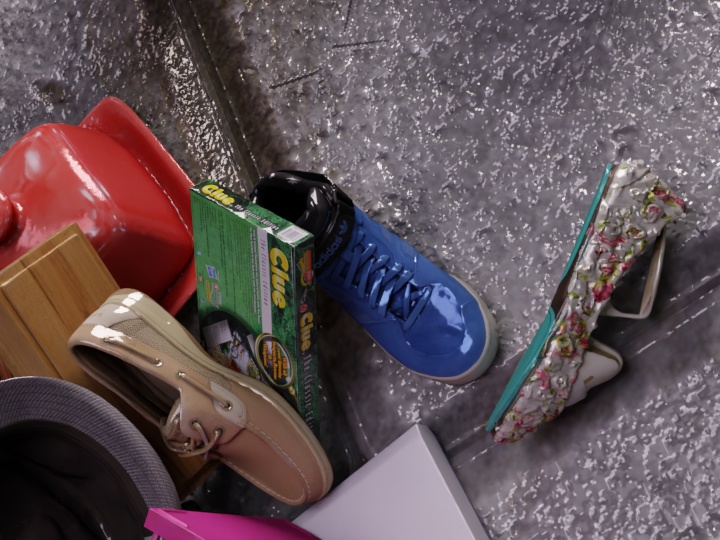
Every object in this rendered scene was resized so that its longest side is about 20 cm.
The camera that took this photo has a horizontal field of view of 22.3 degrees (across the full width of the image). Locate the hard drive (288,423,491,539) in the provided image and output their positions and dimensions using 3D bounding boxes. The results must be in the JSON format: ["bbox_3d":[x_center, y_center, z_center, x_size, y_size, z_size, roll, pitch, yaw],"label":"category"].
[{"bbox_3d":[-0.003,0.214,1.214,0.200,0.025,0.132,-40,58,19],"label":"hard drive"}]

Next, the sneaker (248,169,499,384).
[{"bbox_3d":[-0.001,0.001,1.219,0.077,0.111,0.200,-52,55,11],"label":"sneaker"}]

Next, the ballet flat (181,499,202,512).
[{"bbox_3d":[-0.200,0.208,1.271,0.066,0.199,0.057,161,97,-71],"label":"ballet flat"}]

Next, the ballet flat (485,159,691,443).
[{"bbox_3d":[0.146,0.028,1.143,0.064,0.076,0.201,25,98,3],"label":"ballet flat"}]

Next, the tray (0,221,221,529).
[{"bbox_3d":[-0.180,0.075,1.265,0.037,0.099,0.200,-26,101,40],"label":"tray"}]

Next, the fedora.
[{"bbox_3d":[-0.212,0.172,1.196,0.177,0.090,0.200,-43,96,-19],"label":"fedora"}]

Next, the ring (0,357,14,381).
[{"bbox_3d":[-0.303,0.035,1.383,0.019,0.201,0.201,-27,56,-16],"label":"ring"}]

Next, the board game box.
[{"bbox_3d":[-0.070,0.045,1.237,0.105,0.023,0.201,31,135,38],"label":"board game box"}]

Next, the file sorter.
[{"bbox_3d":[-0.039,0.246,1.131,0.200,0.139,0.126,22,94,36],"label":"file sorter"}]

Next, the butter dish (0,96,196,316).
[{"bbox_3d":[-0.234,-0.023,1.365,0.200,0.148,0.200,-50,56,14],"label":"butter dish"}]

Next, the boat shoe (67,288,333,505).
[{"bbox_3d":[-0.109,0.098,1.227,0.200,0.065,0.071,37,136,6],"label":"boat shoe"}]
